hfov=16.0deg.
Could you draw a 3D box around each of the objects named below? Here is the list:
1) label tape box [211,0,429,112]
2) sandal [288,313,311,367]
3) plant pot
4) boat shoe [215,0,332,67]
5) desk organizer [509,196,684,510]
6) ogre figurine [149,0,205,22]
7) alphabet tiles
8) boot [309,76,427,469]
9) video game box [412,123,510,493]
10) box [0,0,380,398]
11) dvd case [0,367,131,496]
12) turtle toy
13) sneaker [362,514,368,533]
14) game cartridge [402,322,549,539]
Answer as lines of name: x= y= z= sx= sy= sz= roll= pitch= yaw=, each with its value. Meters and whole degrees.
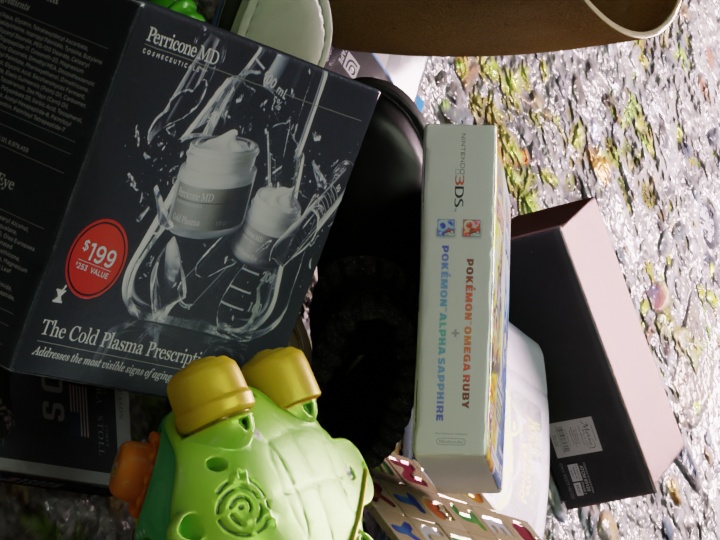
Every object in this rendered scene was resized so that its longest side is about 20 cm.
label tape box: x=-0.003 y=-0.132 z=1.619 sx=0.200 sy=0.066 sz=0.144 roll=50 pitch=41 yaw=-33
sandal: x=-0.053 y=0.044 z=1.422 sx=0.057 sy=0.080 sz=0.201 roll=18 pitch=32 yaw=-5
plant pot: x=0.061 y=-0.198 z=1.498 sx=0.186 sy=0.200 sz=0.187 roll=27 pitch=55 yaw=-47
boat shoe: x=-0.062 y=-0.108 z=1.440 sx=0.072 sy=0.202 sz=0.061 roll=-22 pitch=54 yaw=-24
desk organizer: x=0.155 y=0.057 z=1.787 sx=0.077 sy=0.072 sz=0.201 roll=-39 pitch=111 yaw=-58
ogre figurine: x=-0.137 y=-0.140 z=1.390 sx=0.200 sy=0.098 sz=0.120 roll=94 pitch=-19 yaw=-78
alphabet tiles: x=0.072 y=0.168 z=1.515 sx=0.200 sy=0.006 sz=0.166 roll=22 pitch=22 yaw=-51
boot: x=0.003 y=0.001 z=1.489 sx=0.158 sy=0.079 sz=0.212 roll=-54 pitch=140 yaw=-75
video game box: x=0.060 y=0.027 z=1.454 sx=0.200 sy=0.047 sz=0.183 roll=62 pitch=28 yaw=-79
box: x=-0.111 y=-0.039 z=1.265 sx=0.200 sy=0.104 sz=0.183 roll=14 pitch=97 yaw=-54
dvd case: x=-0.190 y=0.032 z=1.306 sx=0.200 sy=0.025 sz=0.151 roll=15 pitch=66 yaw=-54
turtle toy: x=-0.052 y=0.120 z=1.260 sx=0.200 sy=0.101 sz=0.146 roll=-4 pitch=70 yaw=-67
sneaker: x=-0.045 y=0.147 z=1.458 sx=0.200 sy=0.072 sz=0.072 roll=28 pitch=47 yaw=-67
game cartridge: x=0.077 y=0.117 z=1.678 sx=0.133 sy=0.041 sz=0.201 roll=40 pitch=47 yaw=-49
